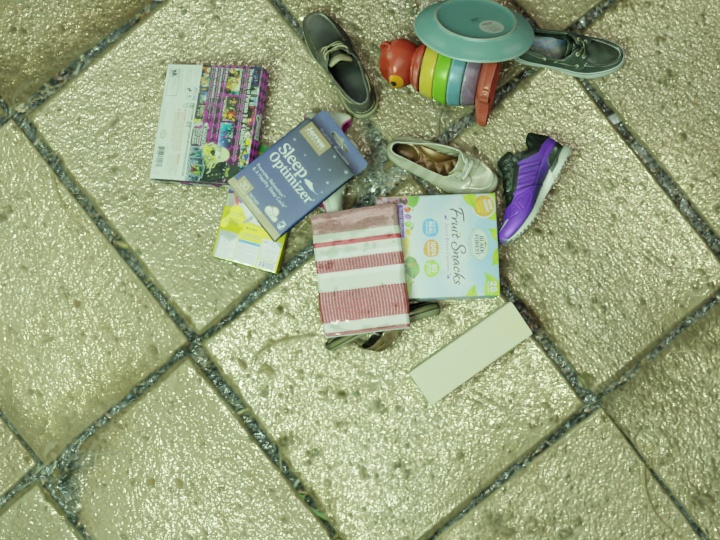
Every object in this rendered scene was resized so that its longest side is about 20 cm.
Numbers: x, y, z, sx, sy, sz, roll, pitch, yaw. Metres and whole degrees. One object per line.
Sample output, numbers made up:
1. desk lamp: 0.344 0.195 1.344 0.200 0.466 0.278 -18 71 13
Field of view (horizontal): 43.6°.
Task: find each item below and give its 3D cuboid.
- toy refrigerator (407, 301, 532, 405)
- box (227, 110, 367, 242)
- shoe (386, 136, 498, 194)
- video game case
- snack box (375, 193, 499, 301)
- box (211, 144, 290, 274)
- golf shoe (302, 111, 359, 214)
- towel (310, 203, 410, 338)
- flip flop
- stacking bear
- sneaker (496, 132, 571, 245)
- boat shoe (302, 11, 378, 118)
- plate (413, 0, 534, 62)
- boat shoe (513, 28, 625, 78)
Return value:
1. toy refrigerator: 0.178 0.136 1.461 0.199 0.076 0.070 -35 86 -3
2. box: -0.097 -0.155 1.433 0.199 0.032 0.121 -40 89 -8
3. shoe: 0.136 -0.172 1.496 0.198 0.053 0.071 19 86 2
4. video game case: -0.251 -0.239 1.491 0.179 0.036 0.203 5 83 18
5. snack box: 0.125 -0.037 1.479 0.197 0.068 0.171 -3 85 -1
6. box: -0.167 -0.105 1.499 0.116 0.048 0.203 15 88 3
7. golf shoe: -0.040 -0.170 1.491 0.090 0.075 0.203 -10 86 -3
8. towel: 0.000 0.000 1.432 0.142 0.023 0.203 -7 81 4
9. flip flop: 0.039 0.100 1.472 0.198 0.081 0.058 -16 100 -6
10. stacking bear: 0.126 -0.329 1.486 0.198 0.122 0.115 15 71 10
11. sneaker: 0.260 -0.140 1.486 0.099 0.070 0.201 31 78 2
12. boat shoe: -0.031 -0.352 1.503 0.074 0.073 0.201 -34 86 -2
13. plate: 0.186 -0.402 1.467 0.197 0.026 0.202 2 44 -2
14. boat shoe: 0.348 -0.367 1.508 0.197 0.057 0.070 6 85 1
